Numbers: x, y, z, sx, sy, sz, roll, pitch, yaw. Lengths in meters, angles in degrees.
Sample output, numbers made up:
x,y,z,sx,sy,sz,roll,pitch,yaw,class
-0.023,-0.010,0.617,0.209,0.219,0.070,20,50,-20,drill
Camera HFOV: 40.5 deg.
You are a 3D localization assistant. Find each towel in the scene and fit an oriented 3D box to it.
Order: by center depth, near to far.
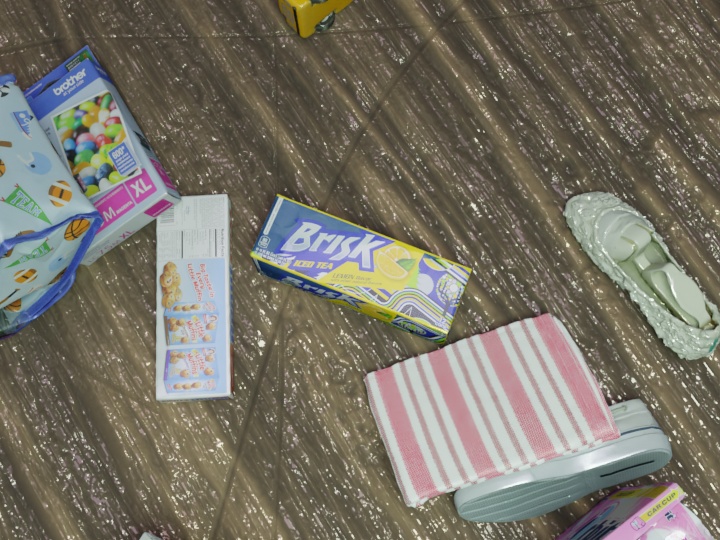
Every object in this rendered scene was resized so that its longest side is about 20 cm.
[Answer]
x,y,z,sx,sy,sz,roll,pitch,yaw,class
0.114,0.124,0.882,0.199,0.030,0.147,-18,46,-2,towel

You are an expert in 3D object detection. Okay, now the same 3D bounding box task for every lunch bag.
x,y,z,sx,sy,sz,roll,pitch,yaw,class
-0.339,-0.049,0.893,0.124,0.200,0.170,-22,73,-43,lunch bag

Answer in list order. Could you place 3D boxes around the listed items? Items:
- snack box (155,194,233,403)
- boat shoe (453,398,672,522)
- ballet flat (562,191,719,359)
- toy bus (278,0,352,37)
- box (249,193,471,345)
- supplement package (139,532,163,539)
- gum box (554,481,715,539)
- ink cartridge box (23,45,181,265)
x,y,z,sx,sy,sz,roll,pitch,yaw,class
-0.161,0.025,0.944,0.072,0.024,0.201,-3,75,1,snack box
0.177,0.172,0.887,0.199,0.074,0.067,-14,48,-2,boat shoe
0.276,-0.006,0.927,0.072,0.072,0.200,-37,77,-9,ballet flat
-0.009,-0.337,1.019,0.200,0.065,0.078,-42,78,-10,toy bus
0.000,0.000,0.929,0.199,0.064,0.070,21,76,7,box
-0.099,0.314,0.752,0.200,0.156,0.111,17,71,52,supplement package
0.209,0.234,0.791,0.113,0.200,0.066,-37,78,-7,gum box
-0.277,-0.120,0.965,0.119,0.042,0.200,-34,74,7,ink cartridge box
